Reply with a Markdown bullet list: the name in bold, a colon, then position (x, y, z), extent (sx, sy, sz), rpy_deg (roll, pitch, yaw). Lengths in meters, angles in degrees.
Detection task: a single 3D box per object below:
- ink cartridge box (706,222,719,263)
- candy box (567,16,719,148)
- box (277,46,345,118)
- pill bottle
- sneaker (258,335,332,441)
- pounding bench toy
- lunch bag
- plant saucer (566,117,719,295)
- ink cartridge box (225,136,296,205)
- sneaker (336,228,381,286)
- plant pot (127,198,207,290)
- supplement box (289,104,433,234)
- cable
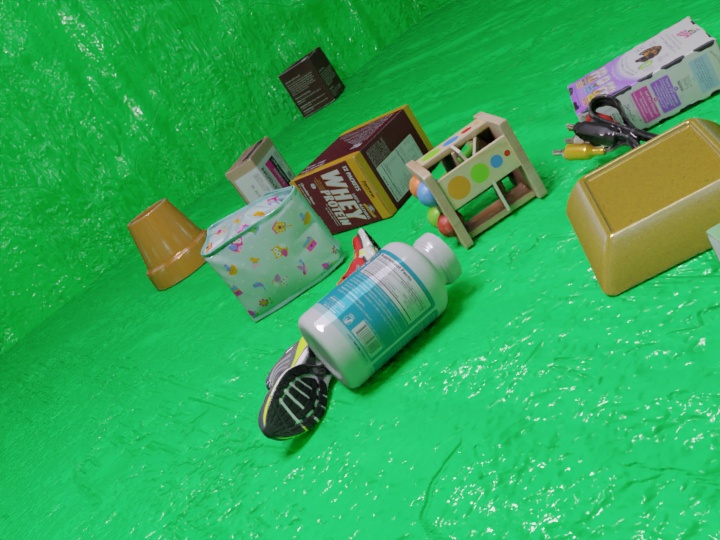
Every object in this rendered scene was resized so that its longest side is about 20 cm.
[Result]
- **ink cartridge box**: position (0.343, -0.006, 0.477), extent (0.199, 0.145, 0.084), rpy_deg (-31, 19, 10)
- **candy box**: position (0.409, -0.269, 1.127), extent (0.199, 0.072, 0.168), rpy_deg (-28, 19, 22)
- **box**: position (-0.195, -0.764, 3.180), extent (0.164, 0.201, 0.166), rpy_deg (-25, 20, 28)
- **pill bottle**: position (0.030, 0.041, 0.956), extent (0.200, 0.111, 0.111), rpy_deg (-39, 19, -15)
- **sneaker**: position (-0.084, 0.149, 0.974), extent (0.081, 0.074, 0.200), rpy_deg (-36, 10, 27)
- **pounding bench toy**: position (0.151, -0.138, 1.166), extent (0.156, 0.125, 0.200), rpy_deg (-34, 18, 2)
- **lunch bag**: position (-0.147, -0.038, 1.359), extent (0.199, 0.171, 0.122), rpy_deg (-30, 26, 12)
- **plant saucer**: position (0.319, -0.085, 0.831), extent (0.199, 0.049, 0.200), rpy_deg (-29, 27, 16)
- **ink cartridge box**: position (-0.193, -0.176, 1.727), extent (0.075, 0.200, 0.165), rpy_deg (-29, 20, 19)
- **sneaker**: position (0.000, 0.000, 1.170), extent (0.085, 0.077, 0.200), rpy_deg (-37, 18, 8)
- **plant pot**: position (-0.509, -0.080, 2.061), extent (0.199, 0.184, 0.200), rpy_deg (-30, 19, 12)
- **supplement box**: position (0.009, -0.193, 1.529), extent (0.197, 0.133, 0.200), rpy_deg (-14, 27, 47)
- **cable**: position (0.340, -0.168, 0.999), extent (0.097, 0.050, 0.200), rpy_deg (-53, 41, -6)
